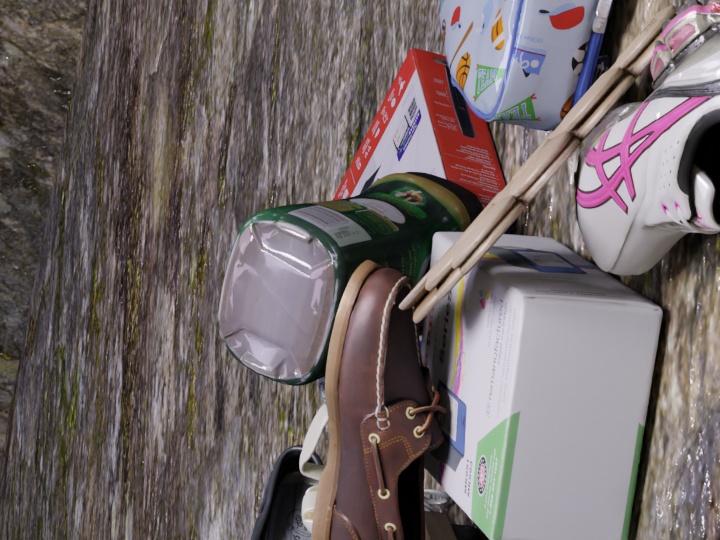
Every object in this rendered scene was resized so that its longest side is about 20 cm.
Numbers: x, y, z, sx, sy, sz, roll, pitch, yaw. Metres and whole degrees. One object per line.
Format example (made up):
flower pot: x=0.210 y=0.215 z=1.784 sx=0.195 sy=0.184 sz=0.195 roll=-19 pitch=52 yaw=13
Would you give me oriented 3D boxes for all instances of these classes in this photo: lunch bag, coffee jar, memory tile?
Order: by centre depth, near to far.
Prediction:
memory tile: x=0.100 y=-0.059 z=1.435 sx=0.200 sy=0.017 sz=0.153 roll=-49 pitch=-1 yaw=-20
lunch bag: x=0.106 y=-0.180 z=1.587 sx=0.200 sy=0.075 sz=0.161 roll=-116 pitch=36 yaw=-64
coffee jar: x=0.000 y=0.000 z=1.603 sx=0.200 sy=0.085 sz=0.105 roll=-18 pitch=-52 yaw=-57

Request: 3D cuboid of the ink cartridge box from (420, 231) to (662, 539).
ink cartridge box: x=0.097 y=0.066 z=1.509 sx=0.200 sy=0.087 sz=0.146 roll=-133 pitch=49 yaw=-74

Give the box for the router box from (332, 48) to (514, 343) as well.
router box: x=0.030 y=-0.023 z=1.803 sx=0.180 sy=0.049 sz=0.200 roll=-103 pitch=34 yaw=-50

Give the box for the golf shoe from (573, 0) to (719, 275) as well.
golf shoe: x=0.162 y=-0.050 z=1.326 sx=0.200 sy=0.072 sz=0.092 roll=114 pitch=156 yaw=-52

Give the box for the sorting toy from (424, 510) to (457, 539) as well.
sorting toy: x=0.069 y=0.284 z=1.576 sx=0.200 sy=0.069 sz=0.199 roll=-114 pitch=32 yaw=-61

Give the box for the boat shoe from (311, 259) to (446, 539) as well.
boat shoe: x=0.018 y=0.091 z=1.518 sx=0.070 sy=0.070 sz=0.200 roll=-38 pitch=-41 yaw=-51

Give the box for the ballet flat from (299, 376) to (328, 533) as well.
ballet flat: x=-0.006 y=0.135 z=1.634 sx=0.074 sy=0.074 sz=0.200 roll=-104 pitch=15 yaw=-52

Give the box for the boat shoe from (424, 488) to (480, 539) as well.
boat shoe: x=0.028 y=0.181 z=1.760 sx=0.199 sy=0.073 sz=0.068 roll=-168 pitch=87 yaw=-73

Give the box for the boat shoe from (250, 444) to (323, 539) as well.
boat shoe: x=-0.040 y=0.194 z=1.697 sx=0.200 sy=0.074 sz=0.066 roll=-80 pitch=-12 yaw=-49
